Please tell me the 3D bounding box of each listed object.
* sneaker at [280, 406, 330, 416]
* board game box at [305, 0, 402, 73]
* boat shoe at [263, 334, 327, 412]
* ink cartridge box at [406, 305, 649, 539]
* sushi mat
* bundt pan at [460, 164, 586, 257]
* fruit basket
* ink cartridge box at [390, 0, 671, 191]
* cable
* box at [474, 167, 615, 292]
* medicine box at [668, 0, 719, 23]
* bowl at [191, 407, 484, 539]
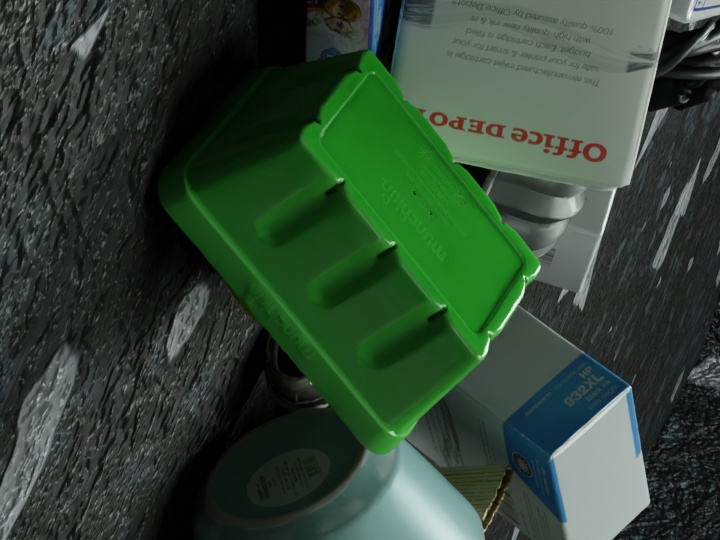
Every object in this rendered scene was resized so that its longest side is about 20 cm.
[{"bbox_3d":[-0.017,0.108,1.830,0.201,0.074,0.089,98,6,-52],"label":"sneaker"},{"bbox_3d":[0.015,-0.173,1.478,0.200,0.041,0.200,93,14,-56],"label":"board game box"},{"bbox_3d":[0.000,0.000,1.689,0.202,0.071,0.061,-62,170,-14],"label":"boat shoe"},{"bbox_3d":[0.100,0.096,1.790,0.084,0.200,0.145,-40,143,-18],"label":"ink cartridge box"},{"bbox_3d":[0.002,0.167,1.737,0.096,0.199,0.012,-56,132,-46],"label":"sushi mat"},{"bbox_3d":[0.128,-0.094,1.777,0.202,0.075,0.203,-157,-90,-85],"label":"bundt pan"},{"bbox_3d":[-0.026,-0.008,1.418,0.156,0.215,0.216,-54,161,-45],"label":"fruit basket"},{"bbox_3d":[0.098,-0.160,1.400,0.083,0.146,0.201,-74,175,-59],"label":"ink cartridge box"},{"bbox_3d":[0.156,-0.132,1.571,0.200,0.162,0.051,170,-79,-74],"label":"cable"},{"bbox_3d":[0.154,-0.108,1.960,0.152,0.106,0.201,94,13,-73],"label":"box"},{"bbox_3d":[0.209,-0.256,1.517,0.200,0.103,0.183,-23,137,-67],"label":"medicine box"},{"bbox_3d":[-0.029,0.164,1.645,0.201,0.200,0.105,-55,132,-43],"label":"bowl"}]
